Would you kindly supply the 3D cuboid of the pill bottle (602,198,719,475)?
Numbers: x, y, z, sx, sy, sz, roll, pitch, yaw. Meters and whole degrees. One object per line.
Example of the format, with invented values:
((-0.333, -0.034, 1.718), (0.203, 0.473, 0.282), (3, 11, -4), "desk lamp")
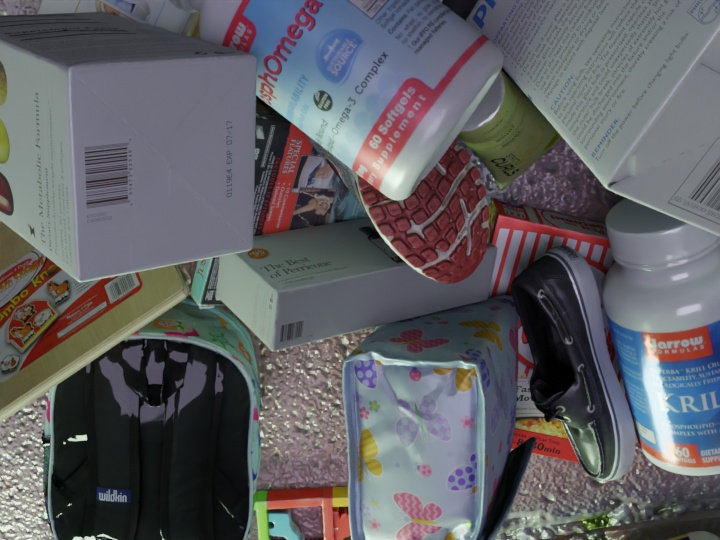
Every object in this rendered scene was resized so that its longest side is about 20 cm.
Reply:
((0.245, 0.043, 0.795), (0.111, 0.113, 0.202), (-18, 112, 7), "pill bottle")

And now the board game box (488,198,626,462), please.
((0.159, 0.055, 0.883), (0.149, 0.046, 0.202), (11, 110, -4), "board game box")

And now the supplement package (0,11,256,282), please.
((-0.158, -0.084, 0.620), (0.109, 0.199, 0.115), (-12, 114, -36), "supplement package")

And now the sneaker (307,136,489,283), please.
((0.018, -0.080, 0.712), (0.077, 0.082, 0.201), (-35, 87, -4), "sneaker")

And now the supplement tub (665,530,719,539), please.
((0.270, 0.316, 0.925), (0.198, 0.146, 0.147), (-19, 109, 7), "supplement tub")

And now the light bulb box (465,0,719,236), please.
((0.206, -0.132, 0.680), (0.197, 0.201, 0.125), (17, 120, -34), "light bulb box")

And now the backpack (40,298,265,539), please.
((-0.164, 0.118, 0.852), (0.175, 0.151, 0.202), (2, 118, -6), "backpack")

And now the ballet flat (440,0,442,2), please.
((0.033, -0.163, 0.723), (0.072, 0.068, 0.201), (-38, 123, -10), "ballet flat")

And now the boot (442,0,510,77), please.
((0.099, -0.228, 0.768), (0.161, 0.074, 0.199), (-31, 111, 11), "boot")

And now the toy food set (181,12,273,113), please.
((-0.070, -0.140, 0.757), (0.060, 0.143, 0.201), (35, 108, 20), "toy food set")

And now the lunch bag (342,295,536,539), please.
((0.064, 0.133, 0.798), (0.125, 0.170, 0.203), (5, 105, 16), "lunch bag")

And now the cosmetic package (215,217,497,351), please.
((0.000, 0.000, 0.777), (0.198, 0.082, 0.051), (-12, 121, -35), "cosmetic package")

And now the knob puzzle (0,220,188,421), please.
((-0.230, 0.007, 0.805), (0.217, 0.221, 0.031), (-24, 138, 9), "knob puzzle")

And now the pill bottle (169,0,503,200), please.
((-0.023, -0.142, 0.620), (0.199, 0.109, 0.109), (37, 107, 3), "pill bottle")

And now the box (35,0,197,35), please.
((-0.154, -0.203, 0.754), (0.101, 0.113, 0.201), (28, 109, -4), "box")

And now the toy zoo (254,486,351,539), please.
((-0.030, 0.263, 0.973), (0.197, 0.020, 0.133), (-3, 110, 1), "toy zoo")

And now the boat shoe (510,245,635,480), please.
((0.160, 0.083, 0.817), (0.066, 0.070, 0.202), (-25, 115, -22), "boat shoe")

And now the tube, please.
((0.107, -0.103, 0.763), (0.057, 0.200, 0.053), (2, 84, 22), "tube")

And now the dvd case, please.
((-0.026, -0.042, 0.803), (0.198, 0.022, 0.148), (0, 116, -38), "dvd case")
